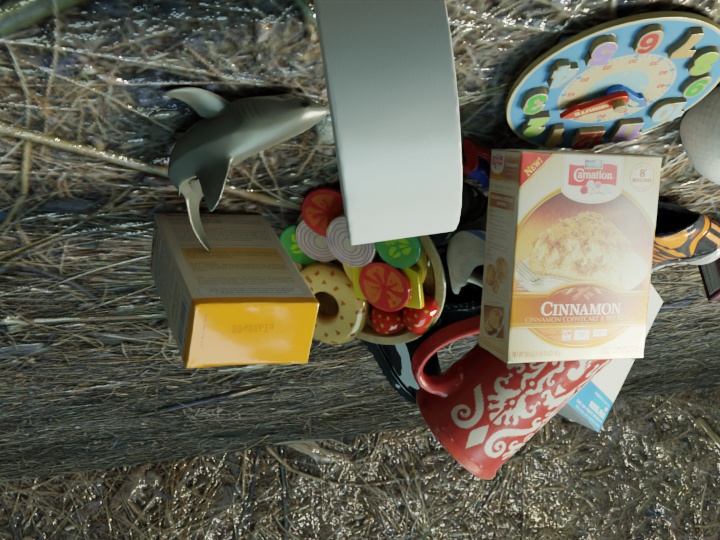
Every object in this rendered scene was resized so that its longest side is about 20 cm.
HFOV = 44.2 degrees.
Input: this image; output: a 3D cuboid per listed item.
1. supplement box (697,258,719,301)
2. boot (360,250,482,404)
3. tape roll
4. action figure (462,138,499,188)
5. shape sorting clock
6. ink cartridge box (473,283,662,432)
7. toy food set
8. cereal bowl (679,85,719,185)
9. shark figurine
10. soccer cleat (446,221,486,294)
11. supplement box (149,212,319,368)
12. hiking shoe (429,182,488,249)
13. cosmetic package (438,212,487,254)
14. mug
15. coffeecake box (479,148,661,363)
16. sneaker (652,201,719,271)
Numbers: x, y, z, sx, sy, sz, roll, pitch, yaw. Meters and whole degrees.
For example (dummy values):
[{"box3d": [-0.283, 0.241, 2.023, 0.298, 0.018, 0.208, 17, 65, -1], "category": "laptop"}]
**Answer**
[{"box3d": [0.579, -0.028, 1.286, 0.109, 0.086, 0.200, -8, 162, -2], "category": "supplement box"}, {"box3d": [0.096, 0.073, 1.072, 0.167, 0.077, 0.201, -19, 122, 30], "category": "boot"}, {"box3d": [0.012, -0.120, 0.561, 0.070, 0.204, 0.203, -8, 162, 0], "category": "tape roll"}, {"box3d": [0.172, -0.072, 0.953, 0.199, 0.100, 0.065, 5, 161, -42], "category": "action figure"}, {"box3d": [0.229, -0.161, 0.794, 0.198, 0.040, 0.200, -8, 162, -3], "category": "shape sorting clock"}, {"box3d": [0.272, 0.075, 1.161, 0.147, 0.201, 0.145, 21, 168, 43], "category": "ink cartridge box"}, {"box3d": [0.000, 0.000, 0.982, 0.199, 0.199, 0.049, 9, -148, 28], "category": "toy food set"}, {"box3d": [0.433, -0.136, 0.900, 0.198, 0.084, 0.200, -9, 163, -3], "category": "cereal bowl"}, {"box3d": [-0.134, -0.085, 0.785, 0.127, 0.090, 0.214, 7, 155, -36], "category": "shark figurine"}, {"box3d": [0.187, 0.010, 0.951, 0.198, 0.087, 0.070, 10, 149, -4], "category": "soccer cleat"}, {"box3d": [-0.136, 0.015, 0.910, 0.125, 0.200, 0.074, 0, 118, -24], "category": "supplement box"}, {"box3d": [0.068, -0.040, 1.025, 0.100, 0.076, 0.199, 11, 153, -39], "category": "hiking shoe"}, {"box3d": [0.174, -0.012, 1.106, 0.199, 0.114, 0.081, -25, 156, 36], "category": "cosmetic package"}, {"box3d": [0.168, 0.120, 1.003, 0.200, 0.134, 0.177, -44, 146, 15], "category": "mug"}, {"box3d": [0.205, -0.017, 0.878, 0.152, 0.202, 0.073, 0, -171, -16], "category": "coffeecake box"}, {"box3d": [0.371, -0.046, 1.180, 0.199, 0.078, 0.112, -18, 146, 41], "category": "sneaker"}]
